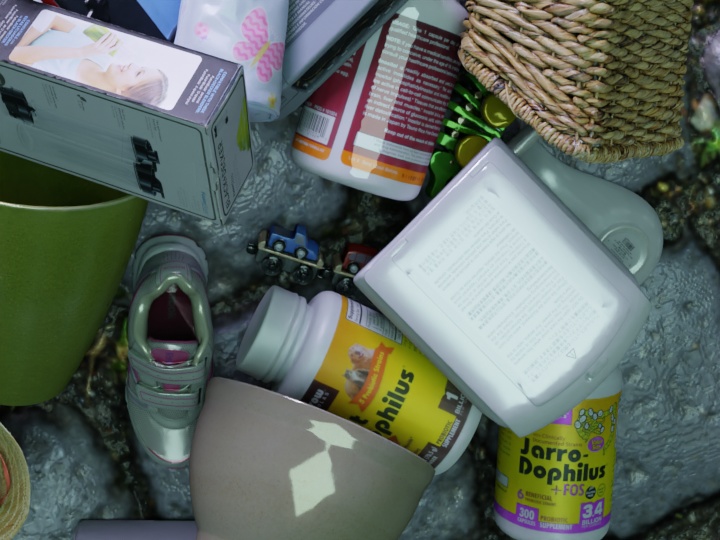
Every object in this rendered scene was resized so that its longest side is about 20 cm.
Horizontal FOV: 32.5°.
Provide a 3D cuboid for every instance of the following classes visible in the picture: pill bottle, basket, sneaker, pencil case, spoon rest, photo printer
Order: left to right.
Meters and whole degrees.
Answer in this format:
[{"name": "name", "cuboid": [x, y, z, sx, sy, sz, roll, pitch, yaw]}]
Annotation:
[{"name": "sneaker", "cuboid": [-0.162, 0.075, 1.035, 0.081, 0.088, 0.201, -4, 102, -6]}, {"name": "pencil case", "cuboid": [-0.097, -0.209, 0.922, 0.091, 0.083, 0.201, 4, 87, -37]}, {"name": "pill bottle", "cuboid": [0.000, 0.088, 1.047, 0.200, 0.109, 0.109, 25, 98, -11]}, {"name": "pill bottle", "cuboid": [0.023, -0.166, 0.996, 0.113, 0.113, 0.201, 17, 99, -10]}, {"name": "photo printer", "cuboid": [0.120, 0.020, 0.990, 0.200, 0.069, 0.166, 44, 91, -1]}, {"name": "pill bottle", "cuboid": [0.173, 0.132, 1.081, 0.104, 0.104, 0.201, 0, 101, -7]}, {"name": "basket", "cuboid": [0.163, -0.166, 0.971, 0.142, 0.200, 0.150, 11, 105, 33]}, {"name": "spoon rest", "cuboid": [0.191, -0.055, 1.077, 0.099, 0.061, 0.200, -42, 117, 4]}]

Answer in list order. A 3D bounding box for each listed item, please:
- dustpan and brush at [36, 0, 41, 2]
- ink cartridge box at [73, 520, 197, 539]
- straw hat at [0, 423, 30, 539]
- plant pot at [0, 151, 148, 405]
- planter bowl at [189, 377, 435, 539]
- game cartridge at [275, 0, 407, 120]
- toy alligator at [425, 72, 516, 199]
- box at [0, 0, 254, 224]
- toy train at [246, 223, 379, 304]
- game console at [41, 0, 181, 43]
[{"name": "dustpan and brush", "cuboid": [-0.289, -0.192, 0.933, 0.139, 0.057, 0.201, 23, 91, 28]}, {"name": "ink cartridge box", "cuboid": [-0.181, 0.329, 1.087, 0.145, 0.088, 0.201, 2, 103, -8]}, {"name": "straw hat", "cuboid": [-0.354, 0.145, 1.023, 0.200, 0.085, 0.202, 3, 114, 7]}, {"name": "plant pot", "cuboid": [-0.266, -0.002, 0.975, 0.187, 0.187, 0.201, 8, 117, -9]}, {"name": "planter bowl", "cuboid": [-0.056, 0.187, 0.996, 0.200, 0.200, 0.135, 26, 75, -12]}, {"name": "game cartridge", "cuboid": [-0.031, -0.227, 0.952, 0.200, 0.133, 0.041, -39, 148, 30]}, {"name": "toy alligator", "cuboid": [0.076, -0.102, 1.043, 0.054, 0.059, 0.200, 30, 96, -12]}, {"name": "box", "cuboid": [-0.179, -0.115, 0.871, 0.199, 0.117, 0.060, 19, 60, 12]}, {"name": "toy train", "cuboid": [0.000, 0.000, 1.065, 0.199, 0.034, 0.046, 16, 111, -10]}, {"name": "game console", "cuboid": [-0.169, -0.252, 0.910, 0.177, 0.031, 0.200, 48, 53, -36]}]
